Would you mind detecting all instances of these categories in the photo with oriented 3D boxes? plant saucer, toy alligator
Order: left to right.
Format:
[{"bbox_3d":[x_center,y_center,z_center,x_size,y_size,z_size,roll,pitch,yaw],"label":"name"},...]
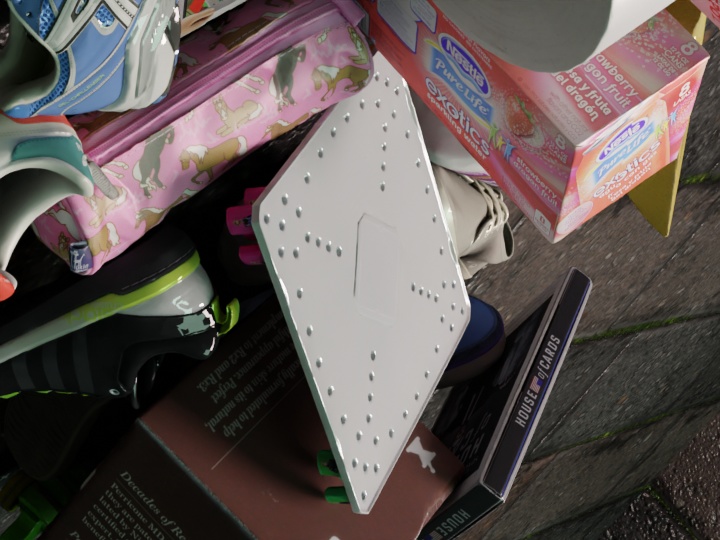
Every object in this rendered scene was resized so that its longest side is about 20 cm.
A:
[{"bbox_3d":[-0.182,0.133,1.105,0.200,0.059,0.054,-40,168,-45],"label":"toy alligator"},{"bbox_3d":[0.214,-0.162,1.126,0.201,0.048,0.201,86,17,-51],"label":"plant saucer"}]

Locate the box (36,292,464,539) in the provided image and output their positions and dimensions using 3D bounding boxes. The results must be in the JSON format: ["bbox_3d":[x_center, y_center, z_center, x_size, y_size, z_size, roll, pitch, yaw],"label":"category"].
[{"bbox_3d":[-0.077,0.156,0.995,0.200,0.164,0.166,-48,176,40],"label":"box"}]

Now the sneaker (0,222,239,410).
[{"bbox_3d":[-0.153,0.049,0.878,0.199,0.083,0.072,-25,-166,30],"label":"sneaker"}]

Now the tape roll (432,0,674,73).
[{"bbox_3d":[0.070,-0.194,0.732,0.070,0.203,0.203,-34,158,-17],"label":"tape roll"}]

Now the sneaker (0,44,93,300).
[{"bbox_3d":[-0.210,-0.012,0.732,0.199,0.093,0.070,-39,159,-9],"label":"sneaker"}]

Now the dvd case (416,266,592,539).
[{"bbox_3d":[0.080,0.104,1.078,0.150,0.025,0.201,-47,-171,47],"label":"dvd case"}]

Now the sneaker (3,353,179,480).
[{"bbox_3d":[-0.144,0.045,1.007,0.106,0.075,0.200,-25,163,-48],"label":"sneaker"}]

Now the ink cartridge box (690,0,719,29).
[{"bbox_3d":[0.154,-0.224,0.819,0.084,0.200,0.146,-43,159,4],"label":"ink cartridge box"}]

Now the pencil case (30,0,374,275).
[{"bbox_3d":[-0.088,-0.081,0.836,0.199,0.086,0.083,-35,128,-19],"label":"pencil case"}]

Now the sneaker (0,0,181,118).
[{"bbox_3d":[-0.113,-0.138,0.668,0.076,0.076,0.201,-21,142,-30],"label":"sneaker"}]

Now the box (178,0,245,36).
[{"bbox_3d":[-0.053,-0.200,0.729,0.110,0.035,0.201,-34,157,-23],"label":"box"}]

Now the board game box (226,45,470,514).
[{"bbox_3d":[0.000,0.000,0.928,0.200,0.026,0.202,-57,137,-49],"label":"board game box"}]

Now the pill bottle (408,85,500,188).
[{"bbox_3d":[0.106,-0.109,1.080,0.112,0.112,0.200,-48,158,14],"label":"pill bottle"}]

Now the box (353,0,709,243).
[{"bbox_3d":[0.081,-0.131,0.869,0.094,0.200,0.103,-33,157,-16],"label":"box"}]

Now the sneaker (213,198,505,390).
[{"bbox_3d":[0.004,0.001,1.050,0.198,0.081,0.147,1,131,-4],"label":"sneaker"}]

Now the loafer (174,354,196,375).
[{"bbox_3d":[-0.106,0.132,1.155,0.076,0.067,0.202,-53,155,-59],"label":"loafer"}]

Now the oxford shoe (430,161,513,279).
[{"bbox_3d":[0.071,-0.040,1.108,0.057,0.076,0.200,-20,166,8],"label":"oxford shoe"}]
